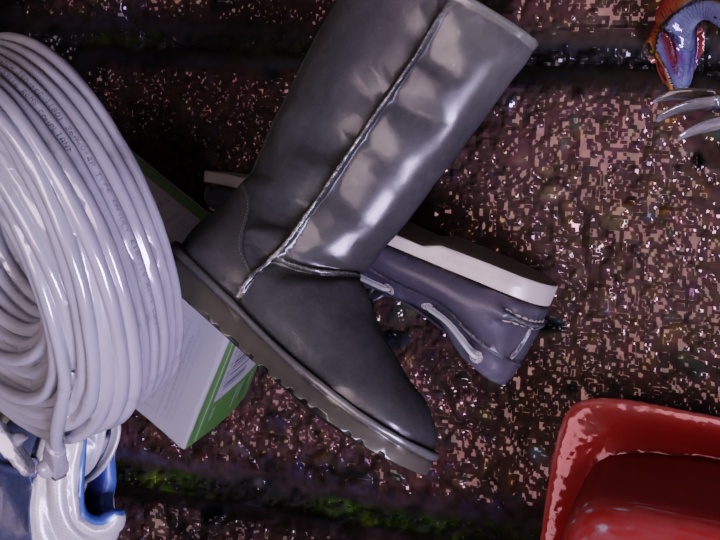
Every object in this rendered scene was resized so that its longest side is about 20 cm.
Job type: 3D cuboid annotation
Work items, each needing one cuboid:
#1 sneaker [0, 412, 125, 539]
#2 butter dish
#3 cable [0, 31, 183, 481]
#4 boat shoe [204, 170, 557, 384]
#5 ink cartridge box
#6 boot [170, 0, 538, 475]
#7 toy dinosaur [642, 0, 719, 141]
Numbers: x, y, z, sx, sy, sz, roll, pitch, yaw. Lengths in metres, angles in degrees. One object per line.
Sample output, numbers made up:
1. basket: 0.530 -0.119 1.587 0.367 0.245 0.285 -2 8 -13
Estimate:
1. sneaker: -0.208 0.085 0.928 0.146 0.081 0.201 -23 82 17
2. butter dish: 0.156 0.176 0.717 0.198 0.148 0.201 9 98 25
3. cable: -0.162 -0.015 0.761 0.200 0.069 0.200 54 144 9
4. boat shoe: 0.000 0.000 0.817 0.199 0.073 0.063 21 100 17
5. ink cartridge box: -0.140 -0.008 0.859 0.200 0.059 0.104 37 135 12
6. boot: 0.018 -0.031 0.749 0.182 0.073 0.200 40 88 9
7. toy dinosaur: 0.220 -0.072 0.724 0.199 0.105 0.182 -24 69 -11
